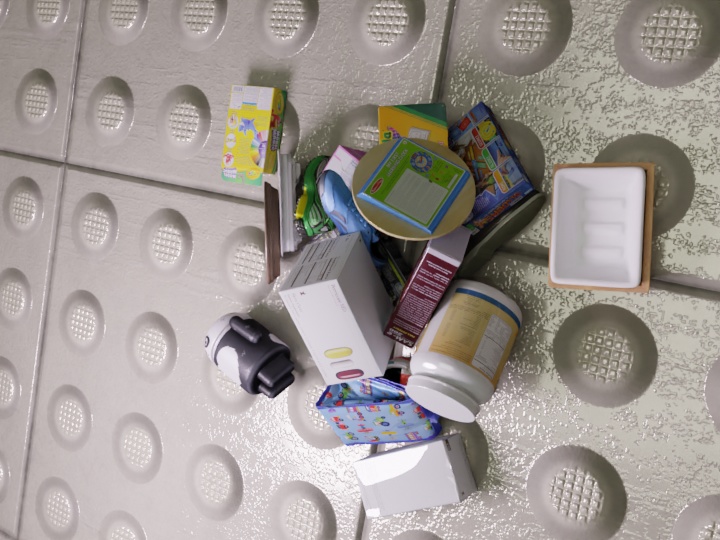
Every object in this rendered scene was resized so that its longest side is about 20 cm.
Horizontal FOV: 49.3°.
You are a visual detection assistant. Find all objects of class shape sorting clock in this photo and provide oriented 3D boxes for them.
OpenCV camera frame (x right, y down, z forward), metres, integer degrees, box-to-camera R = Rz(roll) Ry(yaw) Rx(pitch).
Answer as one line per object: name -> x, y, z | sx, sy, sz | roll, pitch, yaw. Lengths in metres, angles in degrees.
shape sorting clock -> 0.085, -0.132, 1.257 | 0.200, 0.200, 0.039 | 52, 158, 20

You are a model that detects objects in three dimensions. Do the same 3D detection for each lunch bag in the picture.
lunch bag -> 0.045, 0.253, 1.400 | 0.199, 0.151, 0.094 | 2, 54, 27

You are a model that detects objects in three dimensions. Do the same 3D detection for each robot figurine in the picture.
robot figurine -> -0.225, 0.171, 1.580 | 0.200, 0.125, 0.151 | 35, 105, 25

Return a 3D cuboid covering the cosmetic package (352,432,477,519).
cosmetic package -> 0.097, 0.372, 1.418 | 0.200, 0.081, 0.113 | -19, 81, 28

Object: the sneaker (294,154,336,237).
sneaker -> -0.066, -0.140, 1.482 | 0.085, 0.078, 0.200 | -2, 50, 11

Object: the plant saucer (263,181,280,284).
plant saucer -> -0.172, -0.074, 1.532 | 0.029, 0.200, 0.201 | -2, 89, -6

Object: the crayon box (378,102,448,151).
crayon box -> 0.091, -0.187, 1.337 | 0.118, 0.058, 0.201 | -3, 65, 3

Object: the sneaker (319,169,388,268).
sneaker -> -0.006, -0.090, 1.365 | 0.078, 0.066, 0.200 | -4, 123, 34

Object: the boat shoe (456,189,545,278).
boat shoe -> 0.226, -0.074, 1.342 | 0.201, 0.072, 0.061 | -44, 60, 17

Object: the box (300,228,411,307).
box -> 0.000, 0.000, 1.465 | 0.160, 0.044, 0.200 | -36, 79, 25

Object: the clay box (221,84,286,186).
clay box -> -0.223, -0.278, 1.622 | 0.115, 0.048, 0.201 | 12, 98, 30

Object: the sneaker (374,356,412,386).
sneaker -> 0.115, 0.203, 1.397 | 0.199, 0.093, 0.071 | 12, 96, 30

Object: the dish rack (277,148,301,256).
dish rack -> -0.138, -0.128, 1.523 | 0.043, 0.172, 0.201 | -1, 90, -6

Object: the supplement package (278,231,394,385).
supplement package -> -0.028, 0.065, 1.336 | 0.111, 0.156, 0.200 | -14, 117, 24

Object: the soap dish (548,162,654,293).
soap dish -> 0.384, -0.069, 1.243 | 0.157, 0.081, 0.201 | 3, 92, 30

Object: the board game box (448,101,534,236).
board game box -> 0.198, -0.176, 1.339 | 0.135, 0.034, 0.200 | -38, 50, 25

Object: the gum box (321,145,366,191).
gum box -> 0.033, -0.147, 1.431 | 0.200, 0.113, 0.066 | 43, 110, 23

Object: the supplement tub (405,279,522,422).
supplement tub -> 0.169, 0.132, 1.294 | 0.144, 0.145, 0.200 | 14, 66, 30

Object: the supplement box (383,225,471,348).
supplement box -> 0.110, 0.021, 1.308 | 0.061, 0.109, 0.200 | 25, 125, 1
